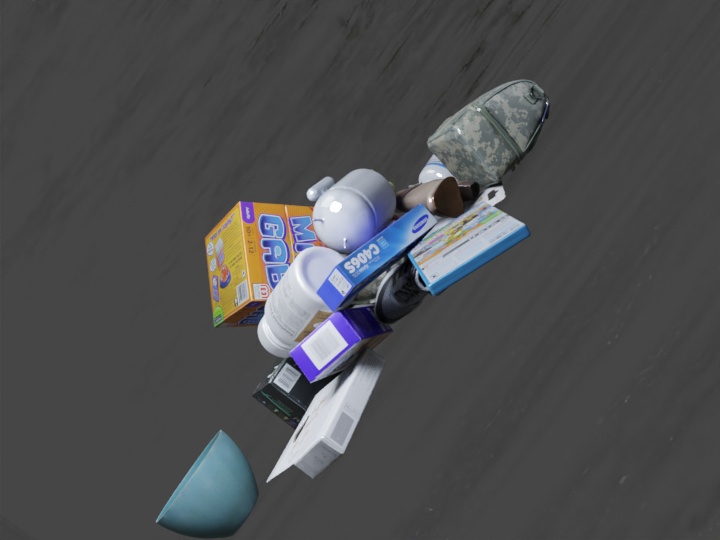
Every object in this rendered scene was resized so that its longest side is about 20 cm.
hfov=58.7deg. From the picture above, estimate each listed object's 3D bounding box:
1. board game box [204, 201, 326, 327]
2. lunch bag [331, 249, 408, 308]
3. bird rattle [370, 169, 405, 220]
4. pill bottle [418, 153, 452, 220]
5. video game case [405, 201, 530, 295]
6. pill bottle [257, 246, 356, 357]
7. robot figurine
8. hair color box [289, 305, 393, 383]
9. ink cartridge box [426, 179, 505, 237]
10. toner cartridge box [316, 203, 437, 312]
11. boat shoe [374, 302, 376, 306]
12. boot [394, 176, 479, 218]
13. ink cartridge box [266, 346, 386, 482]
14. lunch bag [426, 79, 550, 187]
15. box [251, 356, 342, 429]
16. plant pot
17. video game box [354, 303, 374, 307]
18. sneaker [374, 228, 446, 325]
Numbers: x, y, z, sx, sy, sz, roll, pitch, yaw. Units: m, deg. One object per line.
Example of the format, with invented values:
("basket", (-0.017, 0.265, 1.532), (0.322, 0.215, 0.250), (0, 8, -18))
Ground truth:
("board game box", (-0.188, -0.006, 1.330), (0.200, 0.198, 0.202), (-30, 65, 52))
("lunch bag", (0.000, 0.000, 1.186), (0.198, 0.119, 0.164), (-8, 8, 11))
("bird rattle", (0.058, -0.121, 1.295), (0.162, 0.199, 0.114), (-15, 72, 50))
("pill bottle", (0.197, -0.210, 1.401), (0.201, 0.112, 0.112), (-56, 6, -21))
("video game case", (0.139, -0.037, 0.880), (0.142, 0.018, 0.200), (-33, 15, 4))
("pill bottle", (-0.096, 0.061, 1.069), (0.200, 0.114, 0.115), (-50, 6, 44))
("robot figurine", (-0.010, -0.103, 1.105), (0.200, 0.169, 0.114), (-47, -16, -53))
("hair color box", (-0.025, 0.117, 1.057), (0.109, 0.065, 0.200), (-41, -11, 13))
("ink cartridge box", (0.178, -0.074, 1.130), (0.199, 0.050, 0.161), (-32, 12, 18))
("toner cartridge box", (0.027, -0.021, 0.982), (0.200, 0.043, 0.095), (-37, -6, -34))
("boat shoe", (0.038, 0.036, 1.374), (0.076, 0.074, 0.200), (-56, 4, 3))
("boot", (0.117, -0.125, 1.139), (0.145, 0.071, 0.199), (-3, 9, 35))
("ink cartridge box", (-0.050, 0.235, 1.003), (0.176, 0.045, 0.200), (-48, 7, 39))
("lunch bag", (0.236, -0.251, 1.153), (0.168, 0.139, 0.200), (-47, 7, -4))
("box", (-0.115, 0.216, 1.281), (0.149, 0.124, 0.200), (-54, 4, -25))
("plant pot", (-0.277, 0.433, 1.235), (0.201, 0.134, 0.200), (-52, 5, 6))
("video game box", (-0.080, 0.122, 1.391), (0.200, 0.180, 0.047), (136, 130, -64))
("sneaker", (0.086, 0.021, 1.026), (0.200, 0.075, 0.114), (-49, 3, 18))
